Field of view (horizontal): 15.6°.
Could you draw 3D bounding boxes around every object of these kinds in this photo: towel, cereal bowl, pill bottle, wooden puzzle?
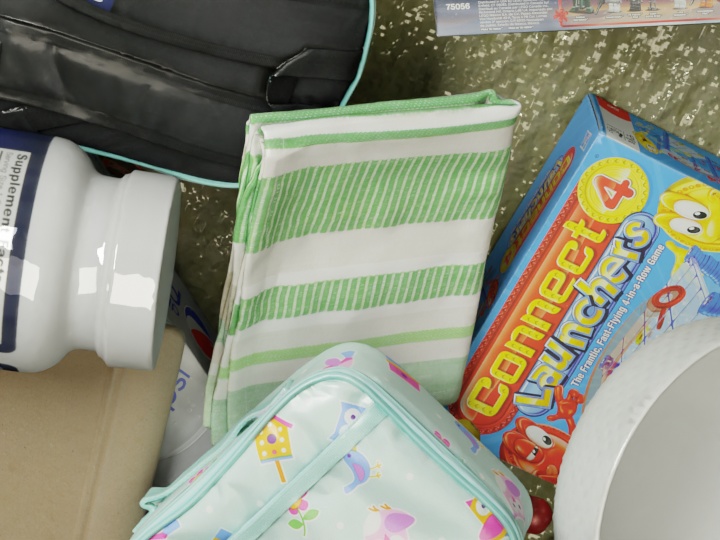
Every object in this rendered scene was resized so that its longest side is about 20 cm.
[{"bbox_3d":[0.000,0.000,1.332,0.152,0.023,0.201,-8,130,-23],"label":"towel"},{"bbox_3d":[0.179,0.116,1.389,0.199,0.083,0.201,-10,108,-32],"label":"cereal bowl"},{"bbox_3d":[-0.190,-0.013,1.256,0.199,0.116,0.116,9,115,-1],"label":"pill bottle"},{"bbox_3d":[-0.203,0.080,1.365,0.199,0.037,0.186,14,118,-1],"label":"wooden puzzle"}]

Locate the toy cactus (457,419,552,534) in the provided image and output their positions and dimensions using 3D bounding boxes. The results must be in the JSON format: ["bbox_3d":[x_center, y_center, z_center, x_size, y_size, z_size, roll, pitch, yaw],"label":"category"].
[{"bbox_3d":[0.016,0.125,1.441,0.165,0.200,0.103,34,68,-4],"label":"toy cactus"}]

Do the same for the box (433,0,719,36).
[{"bbox_3d":[0.138,-0.165,1.290,0.199,0.137,0.040,-2,120,8],"label":"box"}]

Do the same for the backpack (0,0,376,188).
[{"bbox_3d":[-0.094,-0.141,1.298,0.199,0.154,0.176,19,115,-9],"label":"backpack"}]

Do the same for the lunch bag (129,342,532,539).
[{"bbox_3d":[-0.026,0.144,1.334,0.160,0.077,0.200,44,105,-7],"label":"lunch bag"}]

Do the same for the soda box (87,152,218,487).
[{"bbox_3d":[-0.130,0.020,1.382,0.063,0.068,0.200,-28,114,10],"label":"soda box"}]

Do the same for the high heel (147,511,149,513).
[{"bbox_3d":[-0.169,0.075,1.408,0.199,0.067,0.096,26,124,0],"label":"high heel"}]

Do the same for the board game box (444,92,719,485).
[{"bbox_3d":[0.163,0.034,1.446,0.195,0.056,0.201,24,112,-14],"label":"board game box"}]

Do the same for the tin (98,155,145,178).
[{"bbox_3d":[-0.189,0.015,1.434,0.112,0.042,0.200,39,108,-23],"label":"tin"}]
